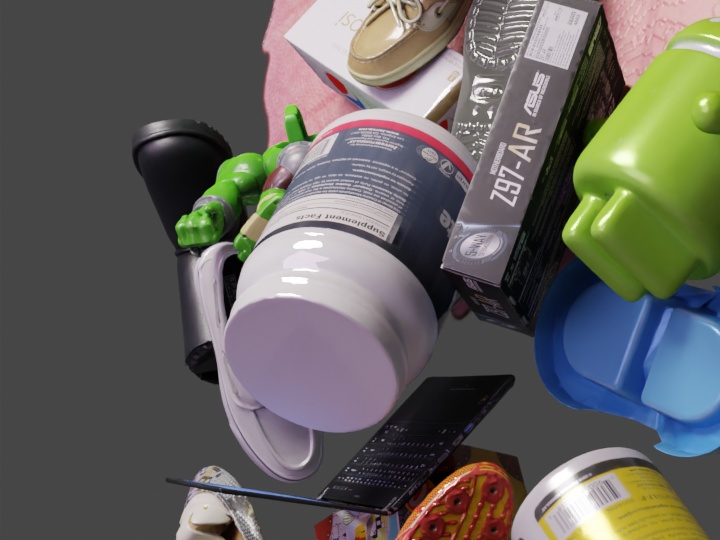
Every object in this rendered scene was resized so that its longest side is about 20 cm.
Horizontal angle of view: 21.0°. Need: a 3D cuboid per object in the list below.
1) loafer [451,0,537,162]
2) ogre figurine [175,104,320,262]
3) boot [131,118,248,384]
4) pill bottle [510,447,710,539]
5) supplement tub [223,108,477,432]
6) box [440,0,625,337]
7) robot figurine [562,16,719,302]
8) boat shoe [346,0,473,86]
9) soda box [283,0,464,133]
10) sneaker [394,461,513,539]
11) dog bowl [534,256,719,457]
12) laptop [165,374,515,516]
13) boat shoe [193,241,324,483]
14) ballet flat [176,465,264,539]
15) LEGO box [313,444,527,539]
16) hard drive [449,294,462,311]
[{"bbox_3d":[0.116,-0.142,1.429,0.075,0.070,0.201,14,84,37],"label":"loafer"},{"bbox_3d":[-0.038,-0.069,1.491,0.199,0.098,0.120,-32,24,11],"label":"ogre figurine"},{"bbox_3d":[-0.125,-0.009,1.584,0.076,0.200,0.169,-13,61,6],"label":"boot"},{"bbox_3d":[0.184,0.215,1.210,0.111,0.111,0.200,-53,44,22],"label":"pill bottle"},{"bbox_3d":[-0.001,-0.002,1.332,0.140,0.140,0.200,-26,26,40],"label":"supplement tub"},{"bbox_3d":[0.121,-0.069,1.317,0.043,0.160,0.201,18,82,17],"label":"box"},{"bbox_3d":[0.215,-0.076,1.241,0.200,0.116,0.175,-52,11,-14],"label":"robot figurine"},{"bbox_3d":[0.057,-0.225,1.471,0.201,0.063,0.073,-44,43,-8],"label":"boat shoe"},{"bbox_3d":[0.026,-0.155,1.528,0.068,0.064,0.200,-47,43,-4],"label":"soda box"},{"bbox_3d":[0.035,0.206,1.289,0.201,0.073,0.077,-60,17,16],"label":"sneaker"},{"bbox_3d":[0.202,0.056,1.289,0.200,0.049,0.112,24,96,50],"label":"dog bowl"},{"bbox_3d":[-0.017,0.114,1.368,0.200,0.103,0.177,-46,11,-15],"label":"laptop"},{"bbox_3d":[-0.079,0.075,1.518,0.201,0.073,0.065,66,167,-7],"label":"boat shoe"},{"bbox_3d":[-0.110,0.229,1.568,0.072,0.072,0.201,-53,45,22],"label":"ballet flat"},{"bbox_3d":[0.058,0.244,1.367,0.149,0.077,0.201,-37,53,34],"label":"LEGO box"},{"bbox_3d":[0.000,0.000,1.506,0.132,0.026,0.200,-47,37,8],"label":"hard drive"}]
